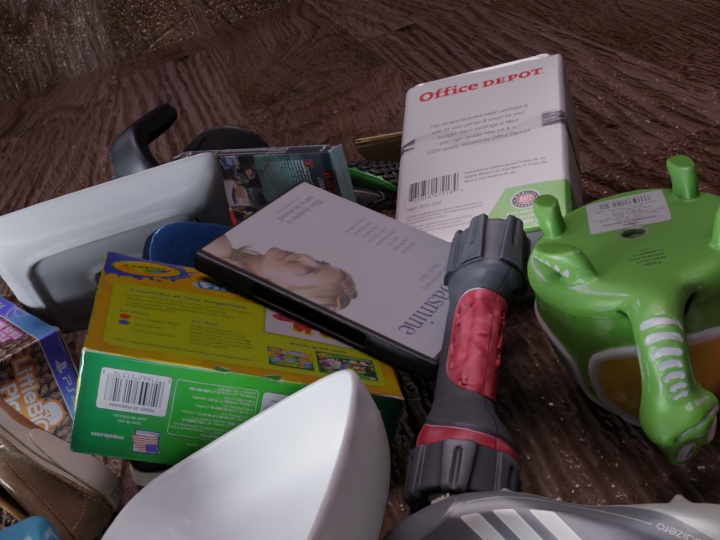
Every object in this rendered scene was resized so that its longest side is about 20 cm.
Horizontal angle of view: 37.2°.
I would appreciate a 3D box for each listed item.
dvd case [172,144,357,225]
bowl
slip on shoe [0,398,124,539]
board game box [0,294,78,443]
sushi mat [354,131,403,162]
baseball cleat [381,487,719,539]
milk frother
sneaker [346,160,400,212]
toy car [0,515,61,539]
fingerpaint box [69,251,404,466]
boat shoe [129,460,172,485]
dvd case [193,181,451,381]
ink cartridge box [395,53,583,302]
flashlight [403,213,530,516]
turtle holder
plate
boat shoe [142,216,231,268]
[{"bbox_3d":[-0.078,-0.039,0.962,0.198,0.148,0.022,3,26,41],"label":"dvd case"},{"bbox_3d":[-0.065,0.157,0.542,0.199,0.075,0.200,-34,16,23],"label":"bowl"},{"bbox_3d":[-0.258,0.125,0.729,0.061,0.198,0.076,-57,-3,-33],"label":"slip on shoe"},{"bbox_3d":[-0.338,0.119,0.859,0.198,0.098,0.158,-30,25,-28],"label":"board game box"},{"bbox_3d":[0.098,-0.125,1.118,0.197,0.096,0.012,-8,63,22],"label":"sushi mat"},{"bbox_3d":[0.093,0.151,0.499,0.197,0.071,0.107,-11,23,19],"label":"baseball cleat"},{"bbox_3d":[-0.204,-0.053,1.144,0.201,0.179,0.189,-56,6,26],"label":"milk frother"},{"bbox_3d":[-0.007,-0.062,1.051,0.077,0.087,0.198,-6,1,-40],"label":"sneaker"},{"bbox_3d":[-0.286,0.140,0.586,0.182,0.203,0.177,-24,-4,-4],"label":"toy car"},{"bbox_3d":[-0.085,0.065,0.720,0.196,0.075,0.167,10,19,-13],"label":"fingerpaint box"},{"bbox_3d":[-0.125,0.082,0.826,0.071,0.069,0.200,-11,20,20],"label":"boat shoe"},{"bbox_3d":[0.000,0.000,0.766,0.198,0.018,0.142,24,35,22],"label":"dvd case"},{"bbox_3d":[0.110,-0.074,0.895,0.143,0.085,0.202,-10,47,19],"label":"ink cartridge box"},{"bbox_3d":[0.072,0.055,0.640,0.066,0.068,0.202,0,53,18],"label":"flashlight"},{"bbox_3d":[0.182,0.025,0.640,0.139,0.134,0.185,-23,23,-15],"label":"turtle holder"},{"bbox_3d":[-0.197,-0.008,0.891,0.197,0.200,0.033,-19,65,-8],"label":"plate"},{"bbox_3d":[-0.089,0.018,0.869,0.068,0.198,0.086,-10,61,58],"label":"boat shoe"}]
